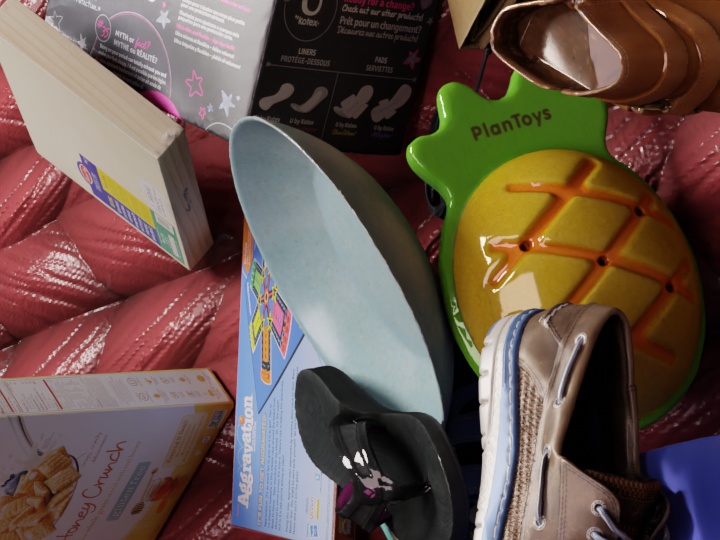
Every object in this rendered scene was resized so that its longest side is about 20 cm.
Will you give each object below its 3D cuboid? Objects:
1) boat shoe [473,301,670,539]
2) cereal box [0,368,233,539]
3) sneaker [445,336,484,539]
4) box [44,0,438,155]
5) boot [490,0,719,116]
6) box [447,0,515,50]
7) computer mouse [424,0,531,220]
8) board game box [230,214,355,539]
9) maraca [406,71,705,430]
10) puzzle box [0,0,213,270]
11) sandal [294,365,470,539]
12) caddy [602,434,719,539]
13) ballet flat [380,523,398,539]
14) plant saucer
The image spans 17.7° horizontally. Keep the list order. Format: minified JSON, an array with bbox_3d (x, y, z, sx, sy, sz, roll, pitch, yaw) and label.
[{"bbox_3d":[0.096,0.109,1.031,0.072,0.072,0.201,-20,69,43],"label":"boat shoe"},{"bbox_3d":[-0.190,0.126,1.429,0.040,0.199,0.144,52,126,32],"label":"cereal box"},{"bbox_3d":[0.075,0.113,1.219,0.074,0.082,0.201,-9,77,13],"label":"sneaker"},{"bbox_3d":[-0.071,-0.152,1.347,0.200,0.132,0.115,27,109,43],"label":"box"},{"bbox_3d":[0.173,-0.097,1.078,0.199,0.154,0.074,6,95,46],"label":"boot"},{"bbox_3d":[0.062,-0.243,1.220,0.164,0.021,0.201,120,141,-62],"label":"box"},{"bbox_3d":[0.079,-0.114,1.269,0.059,0.034,0.201,58,137,44],"label":"computer mouse"},{"bbox_3d":[-0.038,0.061,1.392,0.103,0.019,0.201,6,94,49],"label":"board game box"},{"bbox_3d":[0.100,-0.010,1.177,0.201,0.136,0.107,69,159,11],"label":"maraca"},{"bbox_3d":[-0.153,-0.078,1.387,0.133,0.200,0.025,37,76,12],"label":"puzzle box"},{"bbox_3d":[0.000,0.104,1.213,0.200,0.048,0.076,-157,58,-64],"label":"sandal"},{"bbox_3d":[0.158,0.147,1.114,0.200,0.141,0.106,-25,68,44],"label":"caddy"},{"bbox_3d":[0.055,0.157,1.282,0.072,0.068,0.201,-25,72,22],"label":"ballet flat"},{"bbox_3d":[0.000,0.000,1.219,0.201,0.039,0.201,52,162,25],"label":"plant saucer"}]
